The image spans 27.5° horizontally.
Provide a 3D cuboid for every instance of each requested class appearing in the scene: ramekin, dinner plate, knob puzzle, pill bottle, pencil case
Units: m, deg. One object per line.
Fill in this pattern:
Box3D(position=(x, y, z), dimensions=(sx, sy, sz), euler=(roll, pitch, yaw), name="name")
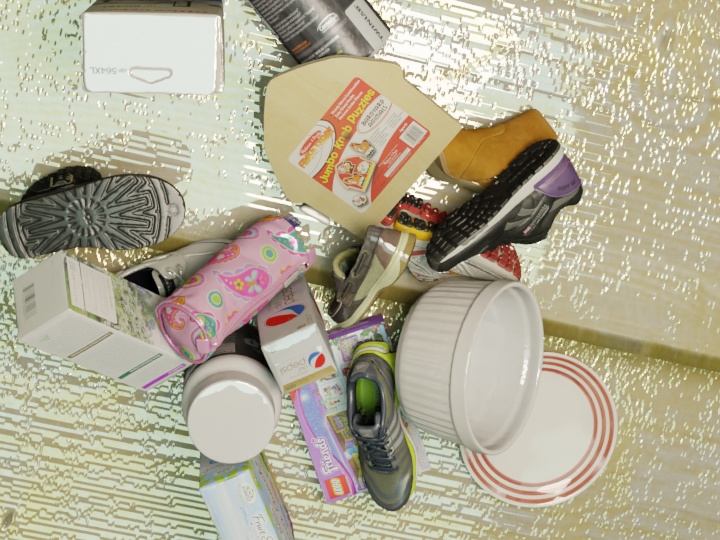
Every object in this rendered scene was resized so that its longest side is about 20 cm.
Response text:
Box3D(position=(0.123, 0.105, 1.694), dimensions=(0.104, 0.200, 0.202), euler=(9, 107, 32), name="ramekin")
Box3D(position=(0.218, 0.195, 1.813), dimensions=(0.198, 0.024, 0.202), euler=(-2, 105, -6), name="dinner plate")
Box3D(position=(-0.020, -0.155, 1.621), dimensions=(0.218, 0.031, 0.221), euler=(-1, 118, -1), name="knob puzzle")
Box3D(position=(-0.146, 0.138, 1.672), dimensions=(0.113, 0.200, 0.115), euler=(-1, 105, -5), name="pill bottle")
Box3D(position=(-0.065, -0.306, 1.617), dimensions=(0.106, 0.106, 0.200), euler=(-39, 105, 5), name="pill bottle")
Box3D(position=(-0.138, 0.018, 1.644), dimensions=(0.200, 0.087, 0.088), euler=(-41, 110, -38), name="pencil case")

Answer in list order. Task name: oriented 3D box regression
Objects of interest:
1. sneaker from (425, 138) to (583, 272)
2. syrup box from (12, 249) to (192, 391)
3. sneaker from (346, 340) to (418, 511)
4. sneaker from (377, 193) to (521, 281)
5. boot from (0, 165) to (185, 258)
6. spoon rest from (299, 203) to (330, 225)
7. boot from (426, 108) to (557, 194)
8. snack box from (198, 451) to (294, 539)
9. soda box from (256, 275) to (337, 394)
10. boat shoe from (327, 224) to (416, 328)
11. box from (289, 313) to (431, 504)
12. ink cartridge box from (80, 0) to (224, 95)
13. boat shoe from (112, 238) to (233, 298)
Box3D(position=(0.168, -0.050, 1.643), dimensions=(0.200, 0.076, 0.088), euler=(-40, 115, -4), name="sneaker")
Box3D(position=(-0.279, 0.059, 1.612), dimensions=(0.081, 0.079, 0.200), euler=(-29, 145, 23), name="syrup box")
Box3D(position=(0.016, 0.188, 1.706), dimensions=(0.073, 0.081, 0.202), euler=(-8, 102, 20), name="sneaker")
Box3D(position=(0.098, -0.026, 1.730), dimensions=(0.199, 0.078, 0.082), euler=(20, 128, -14), name="sneaker")
Box3D(position=(-0.289, -0.072, 1.625), dimensions=(0.209, 0.158, 0.080), euler=(-5, 102, 2), name="boot")
Box3D(position=(-0.013, -0.149, 1.695), dimensions=(0.099, 0.061, 0.201), euler=(29, 86, -13), name="spoon rest")
Box3D(position=(0.146, -0.148, 1.695), dimensions=(0.144, 0.071, 0.202), euler=(-40, 101, -15), name="boot")
Box3D(position=(-0.129, 0.277, 1.710), dimensions=(0.067, 0.200, 0.170), euler=(-21, 106, 1), name="snack box")
Box3D(position=(-0.076, 0.068, 1.661), dimensions=(0.068, 0.200, 0.064), euler=(-24, 107, 0), name="soda box")
Box3D(position=(0.000, 0.001, 1.674), dimensions=(0.066, 0.201, 0.072), euler=(30, 59, -8), name="boat shoe")
Box3D(position=(-0.008, 0.168, 1.776), dimensions=(0.136, 0.039, 0.201), euler=(-18, 105, -1), name="box")
Box3D(position=(-0.217, -0.243, 1.569), dimensions=(0.145, 0.200, 0.085), euler=(0, 104, -6), name="ink cartridge box")
Box3D(position=(-0.226, 0.013, 1.699), dimensions=(0.198, 0.066, 0.073), euler=(-11, 99, -4), name="boat shoe")
